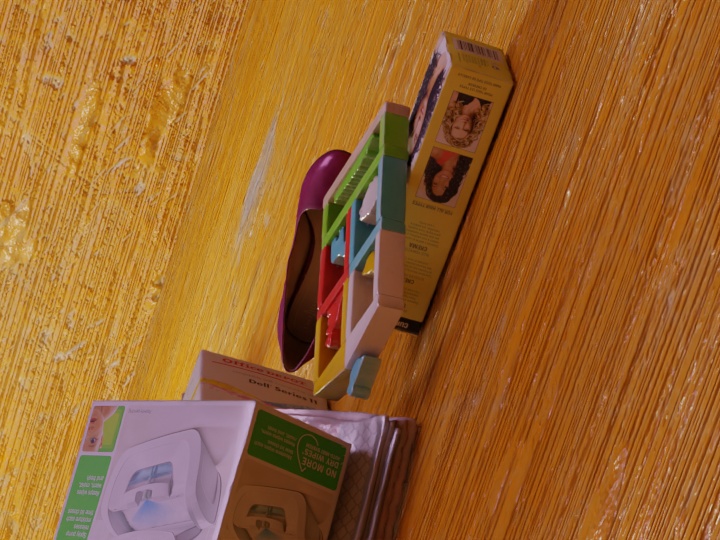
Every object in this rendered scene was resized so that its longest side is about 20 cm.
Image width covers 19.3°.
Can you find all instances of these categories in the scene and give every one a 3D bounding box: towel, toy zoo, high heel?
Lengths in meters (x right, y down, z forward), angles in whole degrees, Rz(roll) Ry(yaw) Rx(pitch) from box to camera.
[{"bbox_3d":[-0.049,0.193,1.461,0.190,0.032,0.202,-6,66,52],"label":"towel"},{"bbox_3d":[0.000,0.000,1.469,0.131,0.020,0.201,125,153,-53],"label":"toy zoo"},{"bbox_3d":[-0.033,-0.006,1.792,0.097,0.067,0.201,-70,-10,-45],"label":"high heel"}]

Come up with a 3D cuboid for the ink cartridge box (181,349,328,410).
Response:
[{"bbox_3d":[-0.089,0.130,1.745,0.200,0.116,0.068,-103,31,-68],"label":"ink cartridge box"}]

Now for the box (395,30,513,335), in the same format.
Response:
[{"bbox_3d":[0.048,-0.061,1.488,0.075,0.050,0.201,-98,25,-66],"label":"box"}]

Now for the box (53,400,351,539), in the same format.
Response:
[{"bbox_3d":[-0.118,0.187,1.448,0.199,0.096,0.178,-3,66,50],"label":"box"}]
